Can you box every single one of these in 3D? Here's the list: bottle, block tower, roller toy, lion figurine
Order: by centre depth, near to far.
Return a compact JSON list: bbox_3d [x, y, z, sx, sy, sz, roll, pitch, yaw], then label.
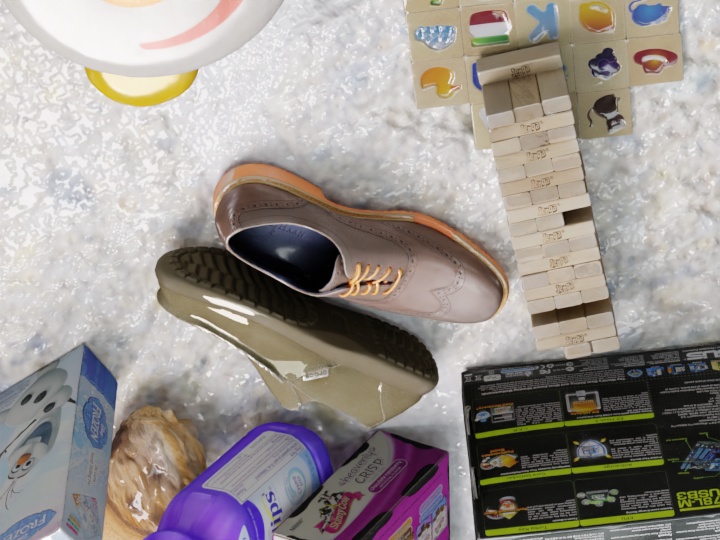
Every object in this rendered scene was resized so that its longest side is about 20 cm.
[{"bbox_3d":[-0.123,-0.207,1.455,0.182,0.140,0.200,39,114,-21],"label":"roller toy"},{"bbox_3d":[0.117,-0.039,1.605,0.054,0.058,0.200,-12,122,5],"label":"block tower"},{"bbox_3d":[-0.089,0.172,1.649,0.065,0.200,0.084,7,116,29],"label":"bottle"},{"bbox_3d":[-0.176,0.175,1.725,0.200,0.072,0.123,-28,107,20],"label":"lion figurine"}]

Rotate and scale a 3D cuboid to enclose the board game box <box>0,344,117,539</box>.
[{"bbox_3d":[-0.248,0.162,1.640,0.200,0.199,0.043,-31,117,17],"label":"board game box"}]

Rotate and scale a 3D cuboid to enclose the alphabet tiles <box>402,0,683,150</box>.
[{"bbox_3d":[0.109,-0.166,1.563,0.166,0.006,0.200,-7,121,2],"label":"alphabet tiles"}]

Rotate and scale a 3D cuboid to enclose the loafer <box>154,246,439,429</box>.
[{"bbox_3d":[-0.047,0.049,1.648,0.200,0.076,0.067,25,111,-15],"label":"loafer"}]

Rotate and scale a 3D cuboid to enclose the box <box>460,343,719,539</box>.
[{"bbox_3d":[0.167,0.119,1.626,0.200,0.193,0.048,-7,122,2],"label":"box"}]

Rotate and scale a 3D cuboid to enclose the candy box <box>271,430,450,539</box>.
[{"bbox_3d":[0.003,0.227,1.718,0.061,0.136,0.200,15,124,27],"label":"candy box"}]

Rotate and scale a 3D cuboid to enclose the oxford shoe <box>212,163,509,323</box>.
[{"bbox_3d":[0.000,0.000,1.621,0.200,0.073,0.071,17,119,-12],"label":"oxford shoe"}]
